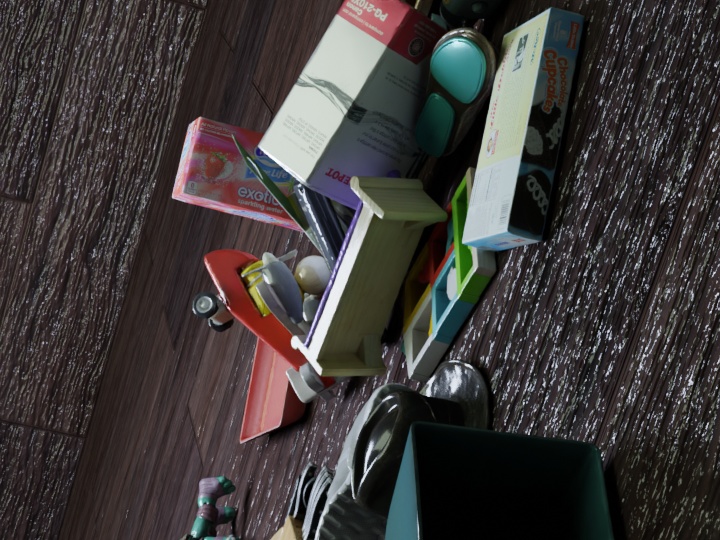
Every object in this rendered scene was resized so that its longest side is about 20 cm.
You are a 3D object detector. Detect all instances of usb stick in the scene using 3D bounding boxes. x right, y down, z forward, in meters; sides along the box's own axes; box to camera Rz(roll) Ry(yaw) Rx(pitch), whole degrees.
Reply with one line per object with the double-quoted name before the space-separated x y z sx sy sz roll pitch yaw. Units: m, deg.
"usb stick" -0.021 -0.011 1.794 0.055 0.032 0.201 -127 14 -86

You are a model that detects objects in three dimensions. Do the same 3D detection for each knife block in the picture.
"knife block" -0.048 0.306 1.761 0.176 0.064 0.201 127 152 -57

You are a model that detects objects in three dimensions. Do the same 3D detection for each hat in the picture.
"hat" 0.039 0.170 1.522 0.201 0.081 0.202 -48 35 50

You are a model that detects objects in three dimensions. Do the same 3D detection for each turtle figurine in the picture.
"turtle figurine" -0.201 0.375 2.202 0.150 0.100 0.201 120 163 -46

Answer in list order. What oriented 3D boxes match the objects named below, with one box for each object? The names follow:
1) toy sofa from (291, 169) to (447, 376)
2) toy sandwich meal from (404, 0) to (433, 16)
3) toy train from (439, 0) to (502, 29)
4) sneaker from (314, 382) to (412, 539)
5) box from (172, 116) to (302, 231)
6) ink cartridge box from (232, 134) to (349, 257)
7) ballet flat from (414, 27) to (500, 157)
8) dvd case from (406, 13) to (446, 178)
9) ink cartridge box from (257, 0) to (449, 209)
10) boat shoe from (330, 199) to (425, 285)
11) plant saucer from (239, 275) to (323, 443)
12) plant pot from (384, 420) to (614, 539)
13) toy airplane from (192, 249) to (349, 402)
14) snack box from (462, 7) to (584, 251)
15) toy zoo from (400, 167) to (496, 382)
"toy sofa" 0.000 0.000 1.685 0.098 0.082 0.201 48 127 43
"toy sandwich meal" 0.033 -0.301 1.940 0.205 0.070 0.206 -161 90 -81
"toy train" 0.123 -0.320 1.671 0.200 0.085 0.115 129 141 -58
"sneaker" 0.008 0.209 1.657 0.082 0.074 0.201 156 138 -79
"box" -0.125 -0.118 2.142 0.095 0.199 0.103 173 111 -76
"ink cartridge box" -0.058 -0.072 1.893 0.048 0.200 0.146 -36 20 2
"ballet flat" 0.099 -0.184 1.634 0.067 0.068 0.200 -42 -8 -27
"dvd case" 0.054 -0.163 1.883 0.147 0.022 0.200 -91 22 -43
"ink cartridge box" 0.009 -0.170 1.702 0.084 0.145 0.201 37 99 33
"boat shoe" 0.025 -0.067 1.814 0.073 0.074 0.200 -52 40 21
"plant saucer" -0.096 0.114 2.149 0.200 0.037 0.201 148 134 -68
"plant pot" 0.083 0.234 1.229 0.142 0.141 0.201 -93 15 -46
"toy airplane" -0.073 0.050 1.909 0.141 0.199 0.200 -51 25 -5
"snack box" 0.142 -0.121 1.500 0.116 0.037 0.201 166 116 -74
"toy zoo" 0.078 0.015 1.642 0.200 0.020 0.132 119 159 -44
